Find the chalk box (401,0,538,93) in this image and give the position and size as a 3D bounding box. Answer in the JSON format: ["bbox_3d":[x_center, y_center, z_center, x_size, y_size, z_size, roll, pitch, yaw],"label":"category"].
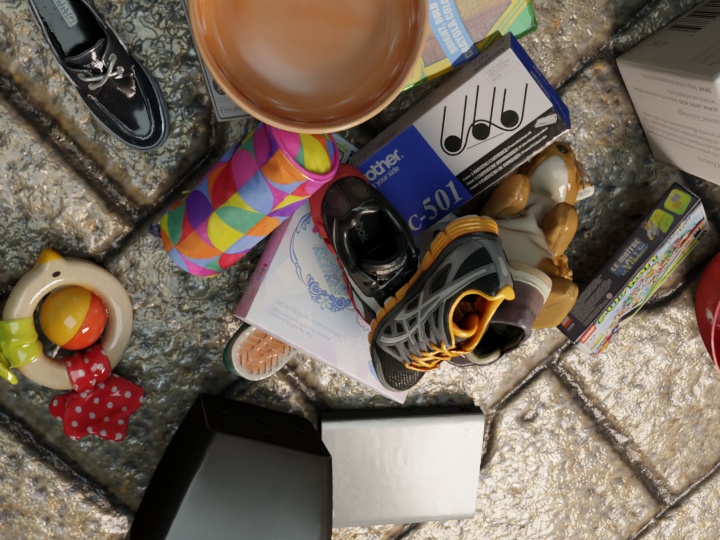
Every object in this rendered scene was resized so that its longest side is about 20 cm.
[{"bbox_3d":[0.042,-0.246,0.779,0.196,0.124,0.127,-26,111,-2],"label":"chalk box"}]

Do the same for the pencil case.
[{"bbox_3d":[-0.108,-0.071,0.760,0.088,0.089,0.198,42,129,-20],"label":"pencil case"}]

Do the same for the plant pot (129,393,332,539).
[{"bbox_3d":[-0.126,0.245,0.885,0.195,0.200,0.182,16,92,-15],"label":"plant pot"}]

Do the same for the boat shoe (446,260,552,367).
[{"bbox_3d":[0.115,0.057,0.795,0.071,0.200,0.066,29,62,-5],"label":"boat shoe"}]

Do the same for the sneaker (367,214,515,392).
[{"bbox_3d":[0.068,0.047,0.733,0.077,0.078,0.202,0,136,-30],"label":"sneaker"}]

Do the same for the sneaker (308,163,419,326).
[{"bbox_3d":[0.021,0.001,0.771,0.070,0.098,0.203,-32,119,-9],"label":"sneaker"}]

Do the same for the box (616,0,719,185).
[{"bbox_3d":[0.396,-0.197,0.825,0.197,0.200,0.132,-33,111,1],"label":"box"}]

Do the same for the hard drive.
[{"bbox_3d":[0.044,0.232,0.988,0.194,0.033,0.143,-1,108,-11],"label":"hard drive"}]

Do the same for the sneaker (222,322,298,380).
[{"bbox_3d":[-0.063,0.044,0.891,0.197,0.080,0.073,-30,102,-22],"label":"sneaker"}]

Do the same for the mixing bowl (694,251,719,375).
[{"bbox_3d":[0.465,0.037,0.966,0.194,0.109,0.206,-4,110,-11],"label":"mixing bowl"}]

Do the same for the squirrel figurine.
[{"bbox_3d":[0.169,-0.032,0.872,0.138,0.189,0.202,18,151,14],"label":"squirrel figurine"}]

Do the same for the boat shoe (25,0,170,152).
[{"bbox_3d":[-0.244,-0.196,0.769,0.071,0.068,0.203,-28,111,0],"label":"boat shoe"}]

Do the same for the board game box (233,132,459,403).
[{"bbox_3d":[0.000,0.000,0.851,0.198,0.043,0.203,30,77,-24],"label":"board game box"}]

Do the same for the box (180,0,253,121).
[{"bbox_3d":[-0.102,-0.246,0.752,0.060,0.114,0.204,-38,119,-45],"label":"box"}]

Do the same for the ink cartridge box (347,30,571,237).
[{"bbox_3d":[0.085,-0.116,0.771,0.198,0.045,0.094,-35,112,29],"label":"ink cartridge box"}]

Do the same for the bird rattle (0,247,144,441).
[{"bbox_3d":[-0.294,0.073,0.837,0.198,0.112,0.166,31,84,-22],"label":"bird rattle"}]

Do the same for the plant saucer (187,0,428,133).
[{"bbox_3d":[-0.042,-0.213,0.676,0.195,0.037,0.206,-1,93,-14],"label":"plant saucer"}]

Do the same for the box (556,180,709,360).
[{"bbox_3d":[0.303,0.006,0.931,0.201,0.035,0.110,-51,149,8],"label":"box"}]

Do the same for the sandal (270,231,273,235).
[{"bbox_3d":[-0.070,-0.067,0.858,0.195,0.045,0.077,6,107,-13],"label":"sandal"}]
